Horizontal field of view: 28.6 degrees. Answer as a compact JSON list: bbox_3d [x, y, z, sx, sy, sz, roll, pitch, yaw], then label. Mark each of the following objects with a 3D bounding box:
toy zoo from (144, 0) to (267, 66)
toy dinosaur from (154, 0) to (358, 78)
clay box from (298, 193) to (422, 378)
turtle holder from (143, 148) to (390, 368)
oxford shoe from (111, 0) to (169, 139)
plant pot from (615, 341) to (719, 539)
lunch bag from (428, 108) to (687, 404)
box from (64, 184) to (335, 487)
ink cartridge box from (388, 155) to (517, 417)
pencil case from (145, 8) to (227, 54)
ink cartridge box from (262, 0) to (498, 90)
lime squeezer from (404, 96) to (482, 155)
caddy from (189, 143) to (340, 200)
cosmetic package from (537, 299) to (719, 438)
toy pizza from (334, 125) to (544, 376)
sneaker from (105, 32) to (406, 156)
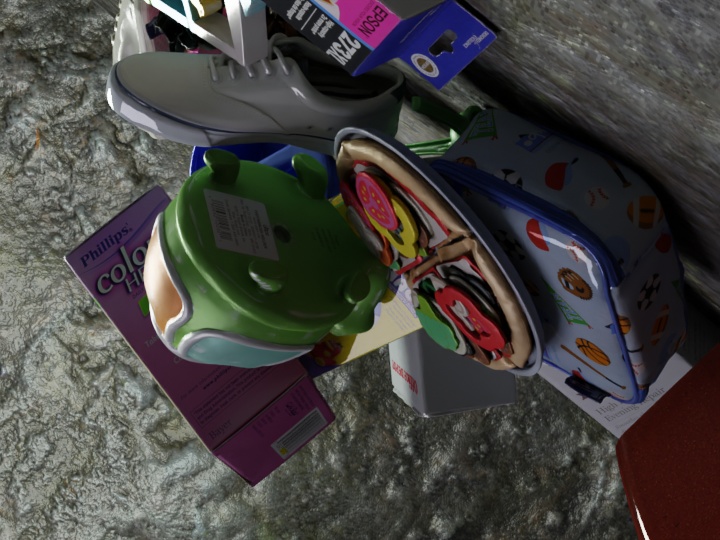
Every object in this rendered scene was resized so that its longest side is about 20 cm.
[{"bbox_3d":[-0.112,-0.213,0.891,0.200,0.020,0.132,37,146,43],"label":"toy zoo"},{"bbox_3d":[-0.078,-0.185,1.018,0.199,0.103,0.135,9,177,40],"label":"toy dinosaur"},{"bbox_3d":[0.000,0.000,1.083,0.200,0.048,0.115,-28,103,45],"label":"clay box"},{"bbox_3d":[-0.069,-0.002,0.988,0.141,0.132,0.185,52,-144,11],"label":"turtle holder"},{"bbox_3d":[-0.178,-0.205,1.167,0.057,0.201,0.075,16,-148,20],"label":"oxford shoe"},{"bbox_3d":[0.252,0.127,0.736,0.200,0.200,0.176,38,-170,-39],"label":"plant pot"},{"bbox_3d":[0.122,-0.004,0.893,0.160,0.076,0.201,27,155,32],"label":"lunch bag"},{"bbox_3d":[-0.125,0.058,1.147,0.200,0.097,0.176,49,174,17],"label":"box"},{"bbox_3d":[0.068,0.008,1.182,0.082,0.202,0.146,-7,-173,-9],"label":"ink cartridge box"},{"bbox_3d":[-0.103,-0.190,1.182,0.200,0.090,0.094,31,-139,-72],"label":"pencil case"},{"bbox_3d":[-0.024,-0.166,0.767,0.199,0.037,0.095,36,161,-7],"label":"ink cartridge box"},{"bbox_3d":[0.062,-0.098,0.982,0.070,0.038,0.200,22,176,-1],"label":"lime squeezer"},{"bbox_3d":[-0.073,-0.076,1.189,0.200,0.104,0.142,-29,77,49],"label":"caddy"},{"bbox_3d":[0.189,0.048,1.065,0.200,0.102,0.074,37,-141,-21],"label":"cosmetic package"},{"bbox_3d":[0.042,-0.006,0.907,0.200,0.032,0.200,48,167,15],"label":"toy pizza"},{"bbox_3d":[-0.065,-0.125,0.930,0.198,0.071,0.073,4,-131,-17],"label":"sneaker"}]
